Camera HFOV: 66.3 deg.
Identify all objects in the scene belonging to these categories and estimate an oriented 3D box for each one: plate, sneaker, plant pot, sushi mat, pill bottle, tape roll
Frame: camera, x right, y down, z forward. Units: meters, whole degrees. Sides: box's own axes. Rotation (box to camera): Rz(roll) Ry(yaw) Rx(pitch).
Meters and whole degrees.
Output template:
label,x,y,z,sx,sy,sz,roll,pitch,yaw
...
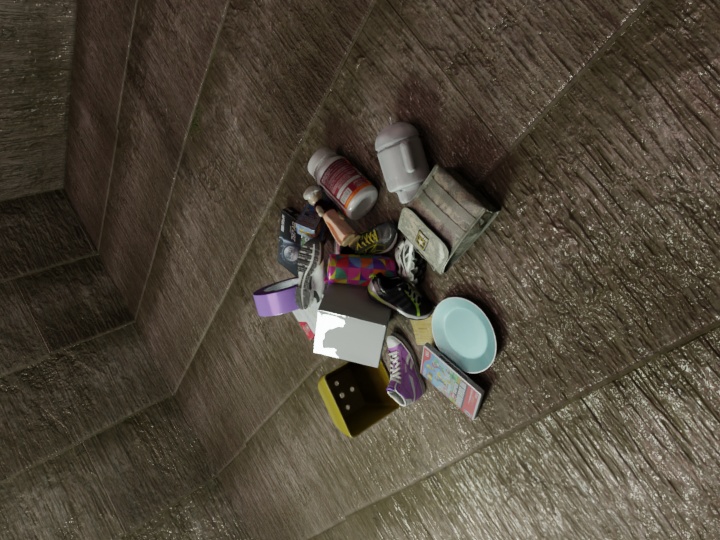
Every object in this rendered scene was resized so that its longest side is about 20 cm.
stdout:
label,x,y,z,sx,sy,sz,roll,pitch,yaw
plate,0.264,0.160,1.396,0.198,0.025,0.205,23,123,40
sneaker,0.125,-0.061,1.430,0.087,0.073,0.205,27,125,34
sneaker,0.108,0.286,1.577,0.072,0.113,0.204,-30,83,50
sneaker,0.109,0.064,1.443,0.195,0.073,0.084,20,130,-6
plant pot,-0.026,0.384,1.719,0.204,0.197,0.176,63,150,4
sushi mat,0.212,0.155,1.478,0.197,0.012,0.098,-8,100,48
pill bottle,-0.052,-0.243,1.515,0.200,0.108,0.111,47,136,22
tape roll,-0.218,0.073,1.643,0.197,0.198,0.067,-5,104,48
sneaker,0.020,-0.073,1.513,0.199,0.083,0.076,-33,70,40
sneaker,-0.132,0.005,1.529,0.073,0.079,0.205,24,112,31

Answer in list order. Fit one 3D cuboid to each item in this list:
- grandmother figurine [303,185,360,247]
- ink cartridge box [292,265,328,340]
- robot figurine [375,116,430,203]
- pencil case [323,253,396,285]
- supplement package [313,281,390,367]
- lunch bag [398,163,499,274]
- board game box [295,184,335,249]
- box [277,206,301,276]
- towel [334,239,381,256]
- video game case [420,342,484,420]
label,x,y,z,sx,sy,sz,roll,pitch,yaw
grandmother figurine,-0.086,-0.150,1.480,0.060,0.121,0.201,-43,71,9
ink cartridge box,-0.136,0.107,1.784,0.147,0.082,0.201,56,138,15
robot figurine,0.102,-0.268,1.331,0.170,0.110,0.205,-163,55,-81
pencil case,0.000,0.000,1.499,0.088,0.194,0.091,-176,90,-85
supplement package,-0.014,0.129,1.519,0.186,0.201,0.150,13,123,5
lunch bag,0.188,-0.114,1.271,0.164,0.117,0.201,47,117,22
board game box,-0.133,-0.130,1.585,0.060,0.201,0.203,20,126,7
box,-0.202,-0.082,1.803,0.159,0.043,0.204,35,130,32
towel,-0.013,-0.011,1.639,0.198,0.030,0.150,24,123,40
video game case,0.241,0.297,1.478,0.199,0.017,0.145,40,150,29
